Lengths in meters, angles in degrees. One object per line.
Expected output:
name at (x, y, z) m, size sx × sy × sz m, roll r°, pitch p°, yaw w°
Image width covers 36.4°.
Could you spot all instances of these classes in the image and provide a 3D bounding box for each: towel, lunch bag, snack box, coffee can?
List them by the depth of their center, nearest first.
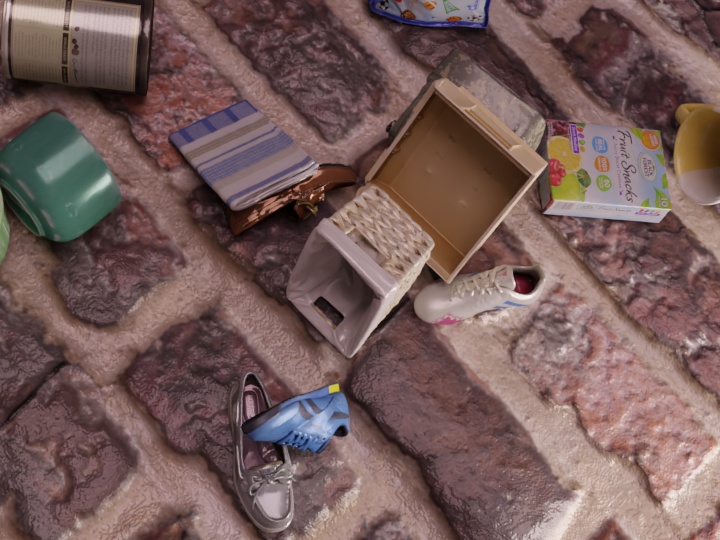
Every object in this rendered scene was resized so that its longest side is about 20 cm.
coffee can at (-0.396, -0.333, 1.549) m, size 0.196 × 0.147 × 0.149 m, roll 5°, pitch 65°, yaw -11°
towel at (-0.169, -0.166, 1.558) m, size 0.146 × 0.024 × 0.200 m, roll -28°, pitch 49°, yaw -22°
lunch bag at (0.157, -0.200, 1.633) m, size 0.199 × 0.139 × 0.168 m, roll 41°, pitch 84°, yaw 9°
snack box at (0.376, -0.155, 1.705) m, size 0.196 × 0.053 × 0.145 m, roll 4°, pitch 67°, yaw -12°
lunch bag at (0.111, -0.491, 1.757) m, size 0.196 × 0.124 × 0.173 m, roll 2°, pitch 65°, yaw 3°

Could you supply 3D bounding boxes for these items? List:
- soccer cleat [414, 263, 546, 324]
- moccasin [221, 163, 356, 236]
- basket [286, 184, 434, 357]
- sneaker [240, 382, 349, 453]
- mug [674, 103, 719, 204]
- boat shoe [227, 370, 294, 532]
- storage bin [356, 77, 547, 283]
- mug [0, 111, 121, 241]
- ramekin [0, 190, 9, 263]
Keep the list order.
soccer cleat at (0.173, 0.024, 1.560) m, size 0.197 × 0.087 × 0.071 m, roll -11°, pitch 69°, yaw -17°
moccasin at (-0.096, -0.100, 1.560) m, size 0.199 × 0.074 × 0.079 m, roll -19°, pitch 84°, yaw -23°
basket at (0.000, 0.000, 1.471) m, size 0.135 × 0.201 × 0.123 m, roll 44°, pitch 60°, yaw 8°
sneaker at (-0.073, 0.198, 1.392) m, size 0.199 × 0.065 × 0.080 m, roll -7°, pitch 74°, yaw -59°
mug at (0.597, -0.201, 1.724) m, size 0.151 × 0.149 × 0.190 m, roll -4°, pitch 74°, yaw -23°
boat shoe at (-0.129, 0.233, 1.409) m, size 0.073 × 0.065 × 0.205 m, roll -6°, pitch 68°, yaw -15°
storage bin at (0.124, -0.131, 1.536) m, size 0.198 × 0.201 × 0.094 m, roll 42°, pitch 28°, yaw 9°
mug at (-0.414, -0.114, 1.461) m, size 0.114 × 0.184 × 0.153 m, roll -42°, pitch 105°, yaw -22°
ramekin at (-0.550, -0.059, 1.407) m, size 0.196 × 0.098 × 0.204 m, roll 2°, pitch 71°, yaw -5°
